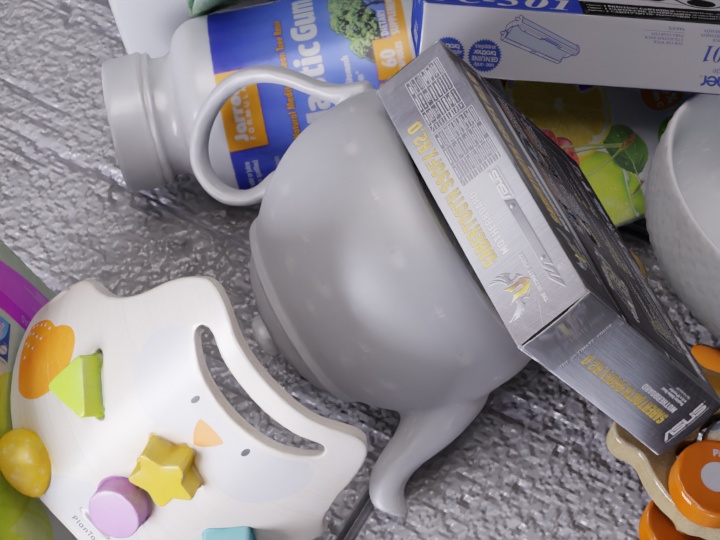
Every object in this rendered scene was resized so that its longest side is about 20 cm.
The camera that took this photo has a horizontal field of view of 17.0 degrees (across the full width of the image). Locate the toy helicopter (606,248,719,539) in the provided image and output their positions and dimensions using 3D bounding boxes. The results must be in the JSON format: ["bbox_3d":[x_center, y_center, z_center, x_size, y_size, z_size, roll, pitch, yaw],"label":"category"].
[{"bbox_3d":[0.188,0.063,1.366,0.132,0.079,0.201,-22,66,-22],"label":"toy helicopter"}]

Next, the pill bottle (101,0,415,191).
[{"bbox_3d":[-0.053,-0.108,1.473,0.199,0.112,0.113,-12,60,0],"label":"pill bottle"}]

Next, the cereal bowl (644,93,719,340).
[{"bbox_3d":[0.246,-0.010,1.357,0.199,0.084,0.201,14,43,-14],"label":"cereal bowl"}]

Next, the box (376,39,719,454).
[{"bbox_3d":[0.102,-0.012,1.297,0.048,0.158,0.201,-39,50,14],"label":"box"}]

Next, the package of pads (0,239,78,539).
[{"bbox_3d":[-0.214,0.090,1.362,0.068,0.155,0.201,-10,57,18],"label":"package of pads"}]

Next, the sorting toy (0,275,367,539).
[{"bbox_3d":[-0.086,0.084,1.280,0.200,0.180,0.107,46,45,-7],"label":"sorting toy"}]

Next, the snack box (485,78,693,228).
[{"bbox_3d":[0.184,-0.114,1.450,0.199,0.053,0.143,-22,89,-6],"label":"snack box"}]

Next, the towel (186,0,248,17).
[{"bbox_3d":[-0.005,-0.186,1.437,0.199,0.153,0.024,-13,88,-5],"label":"towel"}]

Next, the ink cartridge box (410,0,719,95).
[{"bbox_3d":[0.130,-0.137,1.371,0.198,0.045,0.094,4,20,-2],"label":"ink cartridge box"}]

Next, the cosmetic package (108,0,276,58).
[{"bbox_3d":[-0.098,-0.272,1.537,0.165,0.168,0.201,-14,59,-1],"label":"cosmetic package"}]

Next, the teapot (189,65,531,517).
[{"bbox_3d":[0.000,0.000,1.378,0.145,0.198,0.201,-28,42,15],"label":"teapot"}]
